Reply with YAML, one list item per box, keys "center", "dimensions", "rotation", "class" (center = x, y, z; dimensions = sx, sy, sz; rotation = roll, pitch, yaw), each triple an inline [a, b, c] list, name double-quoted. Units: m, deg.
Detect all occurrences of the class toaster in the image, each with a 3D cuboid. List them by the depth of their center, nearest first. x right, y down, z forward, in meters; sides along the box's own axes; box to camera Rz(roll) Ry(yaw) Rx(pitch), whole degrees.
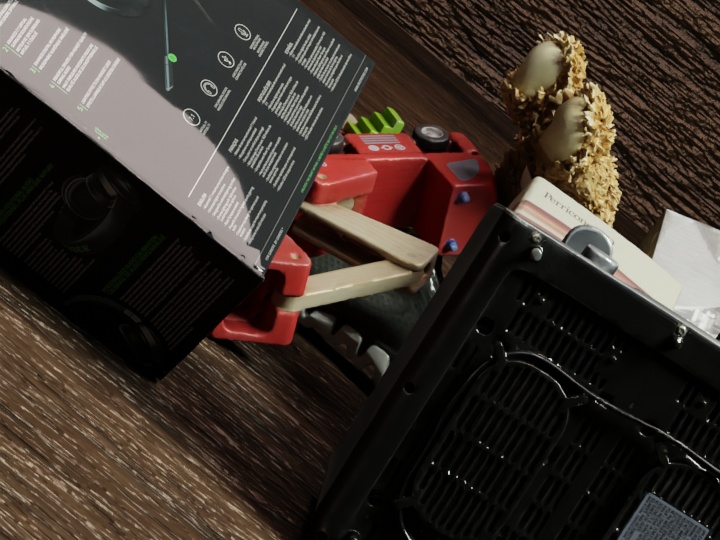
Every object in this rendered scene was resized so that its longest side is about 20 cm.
- center: [0.088, 0.093, 1.255]
  dimensions: [0.180, 0.201, 0.119]
  rotation: [31, 7, -3]
  class: "toaster"

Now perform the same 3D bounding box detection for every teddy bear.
- center: [0.112, -0.032, 1.561]
  dimensions: [0.066, 0.201, 0.145]
  rotation: [-10, 24, -16]
  class: "teddy bear"

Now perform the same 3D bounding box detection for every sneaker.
- center: [0.000, 0.000, 1.591]
  dimensions: [0.200, 0.091, 0.066]
  rotation: [40, 8, 2]
  class: "sneaker"

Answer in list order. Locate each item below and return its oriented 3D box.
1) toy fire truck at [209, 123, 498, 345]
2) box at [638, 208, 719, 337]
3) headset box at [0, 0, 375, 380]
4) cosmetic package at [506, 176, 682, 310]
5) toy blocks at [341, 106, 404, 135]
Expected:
- center: [-0.006, -0.021, 1.503]
  dimensions: [0.199, 0.049, 0.141]
  rotation: [-2, 32, -27]
  class: "toy fire truck"
- center: [0.212, 0.083, 1.626]
  dimensions: [0.158, 0.201, 0.048]
  rotation: [24, -33, -6]
  class: "box"
- center: [-0.117, -0.084, 1.303]
  dimensions: [0.200, 0.093, 0.174]
  rotation: [38, 40, -11]
  class: "headset box"
- center: [0.077, 0.053, 1.418]
  dimensions: [0.103, 0.087, 0.200]
  rotation: [35, 34, -3]
  class: "cosmetic package"
- center: [-0.052, -0.072, 1.773]
  dimensions: [0.136, 0.100, 0.200]
  rotation: [23, 16, -25]
  class: "toy blocks"
